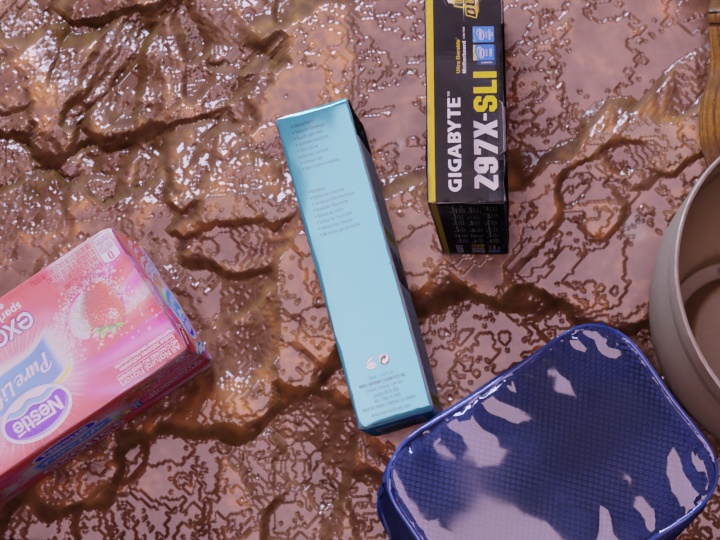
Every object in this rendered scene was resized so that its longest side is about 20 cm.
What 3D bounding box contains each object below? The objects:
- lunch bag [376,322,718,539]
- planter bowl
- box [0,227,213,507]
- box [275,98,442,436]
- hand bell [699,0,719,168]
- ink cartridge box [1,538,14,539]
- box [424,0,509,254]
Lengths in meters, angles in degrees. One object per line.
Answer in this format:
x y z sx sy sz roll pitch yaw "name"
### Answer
0.102 0.137 1.202 0.200 0.132 0.136 -32 79 -7 "lunch bag"
0.254 0.030 1.183 0.199 0.135 0.201 4 71 -13 "planter bowl"
-0.204 0.070 1.259 0.200 0.103 0.095 -34 80 0 "box"
0.000 0.000 1.256 0.049 0.082 0.201 -16 81 4 "box"
0.230 -0.151 1.263 0.104 0.104 0.201 0 96 6 "hand bell"
-0.255 0.285 1.252 0.200 0.076 0.137 -43 80 1 "ink cartridge box"
0.065 -0.102 1.203 0.049 0.200 0.160 0 83 5 "box"
